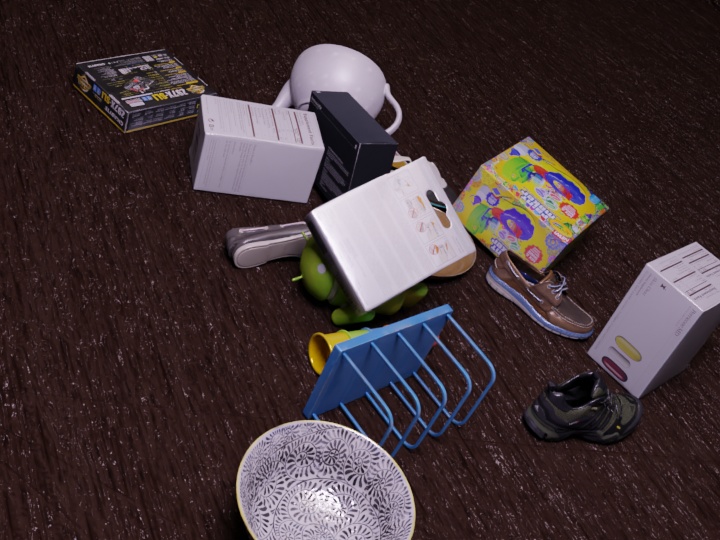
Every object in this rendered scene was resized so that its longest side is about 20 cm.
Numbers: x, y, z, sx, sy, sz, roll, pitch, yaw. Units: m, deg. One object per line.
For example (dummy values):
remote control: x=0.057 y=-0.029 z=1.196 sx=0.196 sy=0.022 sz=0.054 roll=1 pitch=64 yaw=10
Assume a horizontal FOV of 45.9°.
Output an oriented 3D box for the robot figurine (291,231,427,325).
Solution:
robot figurine: x=0.000 y=0.000 z=1.268 sx=0.199 sy=0.116 sz=0.176 roll=13 pitch=70 yaw=-13

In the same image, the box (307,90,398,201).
box: x=-0.027 y=-0.202 z=1.456 sx=0.079 sy=0.142 sz=0.200 roll=-7 pitch=39 yaw=-27

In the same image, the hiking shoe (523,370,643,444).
hiking shoe: x=0.336 y=0.192 z=1.215 sx=0.199 sy=0.101 sz=0.076 roll=0 pitch=43 yaw=-26

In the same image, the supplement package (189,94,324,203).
supplement package: x=-0.176 y=-0.202 z=1.424 sx=0.199 sy=0.117 sz=0.118 roll=6 pitch=40 yaw=-21

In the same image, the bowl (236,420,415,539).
bowl: x=-0.048 y=0.272 z=0.936 sx=0.200 sy=0.094 sz=0.201 roll=14 pitch=39 yaw=-11

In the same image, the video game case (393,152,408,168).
video game case: x=0.035 y=-0.185 z=1.588 sx=0.143 sy=0.017 sz=0.200 roll=-12 pitch=49 yaw=-36

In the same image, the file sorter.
file sorter: x=0.054 y=0.154 z=1.095 sx=0.200 sy=0.139 sz=0.123 roll=-16 pitch=54 yaw=-39

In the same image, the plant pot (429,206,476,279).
plant pot: x=0.100 y=-0.050 z=1.451 sx=0.199 sy=0.028 sz=0.200 roll=14 pitch=39 yaw=-12

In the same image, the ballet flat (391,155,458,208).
ballet flat: x=0.094 y=-0.163 z=1.517 sx=0.199 sy=0.069 sz=0.068 roll=12 pitch=30 yaw=-14

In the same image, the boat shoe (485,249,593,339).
boat shoe: x=0.303 y=0.038 z=1.406 sx=0.200 sy=0.073 sz=0.072 roll=32 pitch=39 yaw=13

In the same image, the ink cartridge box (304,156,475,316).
ink cartridge box: x=0.042 y=-0.051 z=1.209 sx=0.200 sy=0.050 sz=0.163 roll=-28 pitch=87 yaw=-24

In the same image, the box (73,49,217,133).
box: x=-0.385 y=-0.326 z=1.528 sx=0.160 sy=0.049 sz=0.200 roll=42 pitch=42 yaw=20

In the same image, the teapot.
teapot: x=-0.048 y=-0.316 z=1.599 sx=0.197 sy=0.200 sz=0.147 roll=28 pitch=68 yaw=-28

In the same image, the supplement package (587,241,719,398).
supplement package: x=0.483 y=0.079 z=1.340 sx=0.155 sy=0.200 sz=0.111 roll=-18 pitch=52 yaw=-39

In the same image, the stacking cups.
stacking cups: x=0.023 y=0.101 z=1.208 sx=0.200 sy=0.061 sz=0.061 roll=-10 pitch=48 yaw=-37

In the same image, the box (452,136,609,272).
box: x=0.301 y=-0.108 z=1.520 sx=0.200 sy=0.122 sz=0.192 roll=44 pitch=42 yaw=11

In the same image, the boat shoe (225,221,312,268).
boat shoe: x=-0.113 y=-0.051 z=1.316 sx=0.199 sy=0.067 sz=0.057 roll=-10 pitch=52 yaw=-29
